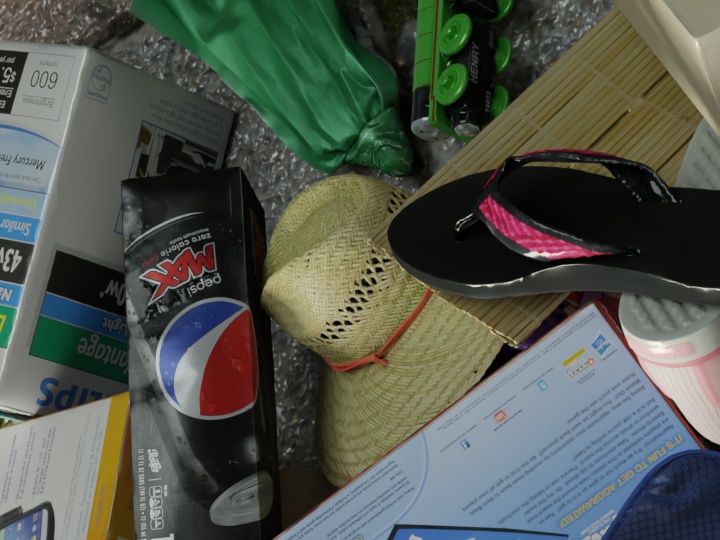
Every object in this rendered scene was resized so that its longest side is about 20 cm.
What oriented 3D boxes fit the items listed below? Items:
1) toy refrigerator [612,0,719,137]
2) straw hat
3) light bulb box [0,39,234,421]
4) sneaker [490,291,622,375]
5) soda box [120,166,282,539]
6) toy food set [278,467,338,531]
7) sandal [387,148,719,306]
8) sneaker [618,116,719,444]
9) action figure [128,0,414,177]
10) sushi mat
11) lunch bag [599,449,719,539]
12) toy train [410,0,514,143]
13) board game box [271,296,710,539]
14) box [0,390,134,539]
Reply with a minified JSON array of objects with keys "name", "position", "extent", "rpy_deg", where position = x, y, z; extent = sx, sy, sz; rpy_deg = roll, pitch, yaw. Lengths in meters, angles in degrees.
[{"name":"toy refrigerator","position":[0.151,-0.143,1.103],"extent":[0.070,0.076,0.200],"rpy_deg":[-28,40,1]},{"name":"straw hat","position":[0.000,0.000,1.174],"extent":[0.201,0.085,0.202],"rpy_deg":[-47,27,33]},{"name":"light bulb box","position":[-0.199,-0.020,1.379],"extent":[0.198,0.125,0.201],"rpy_deg":[8,81,42]},{"name":"sneaker","position":[0.103,0.018,1.133],"extent":[0.080,0.083,0.201],"rpy_deg":[-6,73,40]},{"name":"soda box","position":[-0.077,0.055,1.186],"extent":[0.063,0.071,0.201],"rpy_deg":[-7,72,6]},{"name":"toy food set","position":[-0.074,0.197,1.249],"extent":[0.200,0.060,0.144],"rpy_deg":[-27,52,41]},{"name":"sandal","position":[0.096,-0.025,1.040],"extent":[0.199,0.045,0.075],"rpy_deg":[4,50,37]},{"name":"sneaker","position":[0.189,-0.010,1.083],"extent":[0.075,0.105,0.201],"rpy_deg":[6,52,42]},{"name":"action figure","position":[-0.033,-0.119,1.312],"extent":[0.118,0.055,0.200],"rpy_deg":[-49,58,17]},{"name":"sushi mat","position":[0.103,-0.053,1.121],"extent":[0.096,0.012,0.200],"rpy_deg":[37,70,28]},{"name":"lunch bag","position":[0.170,0.182,0.965],"extent":[0.200,0.132,0.136],"rpy_deg":[36,76,19]},{"name":"toy train","position":[0.051,-0.154,1.242],"extent":[0.056,0.042,0.201],"rpy_deg":[-22,54,45]},{"name":"board game box","position":[0.057,0.112,1.091],"extent":[0.200,0.019,0.103],"rpy_deg":[-37,83,11]},{"name":"box","position":[-0.172,0.140,1.277],"extent":[0.200,0.041,0.120],"rpy_deg":[-18,57,50]}]
